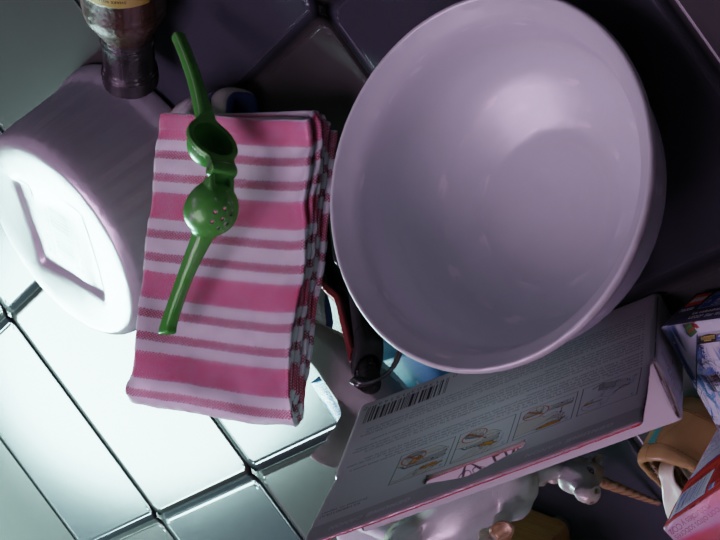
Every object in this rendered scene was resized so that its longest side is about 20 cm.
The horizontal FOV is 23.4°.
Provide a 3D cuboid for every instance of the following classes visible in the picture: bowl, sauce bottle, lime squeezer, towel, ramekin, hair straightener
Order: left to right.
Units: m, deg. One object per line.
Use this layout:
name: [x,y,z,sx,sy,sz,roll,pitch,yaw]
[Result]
ramekin: [-0.197,-0.047,1.336,0.200,0.098,0.201,33,144,28]
sauce bottle: [-0.161,-0.201,1.163,0.065,0.065,0.201,35,143,26]
lime squeezer: [-0.101,-0.061,1.115,0.071,0.037,0.201,161,111,-68]
towel: [-0.088,-0.004,1.125,0.146,0.030,0.201,3,84,37]
hair straightener: [0.000,0.000,1.076,0.041,0.200,0.077,16,123,-15]
bowl: [0.088,-0.041,0.935,0.200,0.090,0.202,-8,77,36]

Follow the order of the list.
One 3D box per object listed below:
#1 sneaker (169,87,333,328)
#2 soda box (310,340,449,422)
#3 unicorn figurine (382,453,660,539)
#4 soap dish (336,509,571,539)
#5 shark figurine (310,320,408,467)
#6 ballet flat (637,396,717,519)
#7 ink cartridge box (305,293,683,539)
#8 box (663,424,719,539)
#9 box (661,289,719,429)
sneaker: [-0.070,-0.031,1.200,0.088,0.075,0.201,-18,104,55]
soda box: [0.051,0.068,1.154,0.064,0.068,0.200,57,149,-8]
unicorn figurine: [0.076,0.152,1.071,0.137,0.199,0.074,-8,-103,-78]
soap dish: [0.080,0.229,1.268,0.199,0.081,0.158,16,134,45]
shark figurine: [-0.017,0.086,1.114,0.214,0.089,0.128,41,146,13]
ballet flat: [0.225,0.170,1.032,0.201,0.063,0.069,56,147,-7]
ink cartridge box: [0.079,0.096,0.962,0.199,0.176,0.045,-23,105,19]
box: [0.250,0.081,0.810,0.095,0.100,0.200,45,128,0]
box: [0.263,0.096,0.929,0.137,0.040,0.201,-12,111,57]
